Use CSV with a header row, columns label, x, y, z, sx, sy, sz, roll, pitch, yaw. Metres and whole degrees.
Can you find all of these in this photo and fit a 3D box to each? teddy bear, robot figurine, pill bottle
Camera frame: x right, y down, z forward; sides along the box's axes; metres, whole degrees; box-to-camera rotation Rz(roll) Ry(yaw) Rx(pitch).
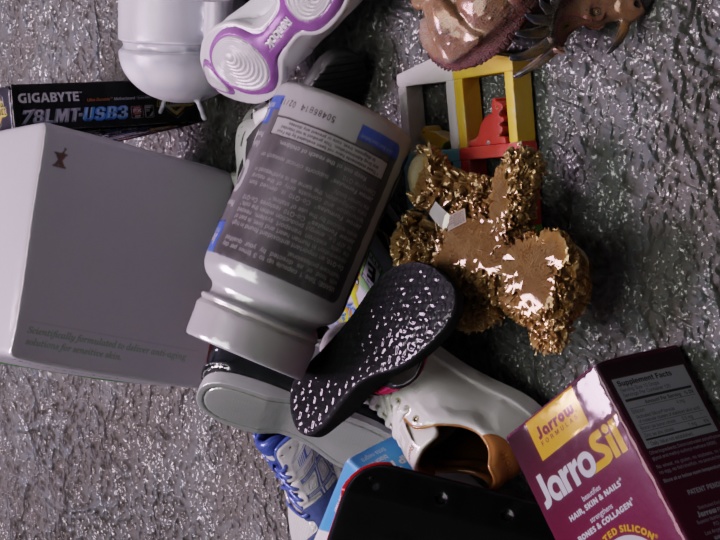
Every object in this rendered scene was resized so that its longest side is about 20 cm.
label,x,y,z,sx,sy,sz,roll,pitch,yaw
teddy bear,0.094,-0.019,1.114,0.199,0.066,0.146,8,92,48
robot figurine,-0.158,-0.236,1.378,0.169,0.112,0.202,20,111,59
pill bottle,-0.048,-0.028,1.166,0.113,0.113,0.201,19,84,48

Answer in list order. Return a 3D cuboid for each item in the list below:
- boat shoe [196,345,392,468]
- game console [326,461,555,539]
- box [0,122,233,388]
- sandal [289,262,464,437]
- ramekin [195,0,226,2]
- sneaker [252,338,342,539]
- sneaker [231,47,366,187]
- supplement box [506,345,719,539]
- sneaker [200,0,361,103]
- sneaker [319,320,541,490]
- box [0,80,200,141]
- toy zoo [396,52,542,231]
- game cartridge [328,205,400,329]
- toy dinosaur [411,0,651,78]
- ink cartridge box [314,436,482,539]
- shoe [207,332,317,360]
label,x,y,z,sx,sy,sz,roll,pitch,yaw
boat shoe,-0.031,0.108,1.251,0.076,0.199,0.061,-54,17,47
game console,0.062,0.230,1.076,0.199,0.031,0.178,11,65,16
box,-0.246,-0.008,1.373,0.171,0.198,0.202,-3,77,50
sandal,0.016,0.059,1.144,0.200,0.045,0.076,-43,46,42
ramekin,-0.130,-0.316,1.269,0.098,0.199,0.202,-48,59,53
sneaker,-0.056,0.158,1.337,0.075,0.088,0.202,16,109,51
sneaker,-0.065,-0.122,1.312,0.089,0.074,0.200,55,134,27
supplement box,0.195,0.166,1.025,0.110,0.085,0.201,-48,59,44
sneaker,-0.051,-0.202,1.266,0.200,0.100,0.075,-31,98,42
sneaker,0.038,0.100,1.166,0.199,0.085,0.073,22,136,30
box,-0.287,-0.146,1.488,0.199,0.198,0.050,-3,94,52
toy zoo,0.081,-0.085,1.177,0.131,0.020,0.202,1,97,51
game cartridge,0.000,0.000,1.263,0.200,0.040,0.134,56,150,31
toy dinosaur,0.092,-0.180,1.088,0.200,0.085,0.136,-32,76,48
ink cartridge box,0.062,0.241,1.177,0.200,0.086,0.147,39,126,28
shoe,-0.110,0.070,1.403,0.200,0.071,0.091,-42,58,41
